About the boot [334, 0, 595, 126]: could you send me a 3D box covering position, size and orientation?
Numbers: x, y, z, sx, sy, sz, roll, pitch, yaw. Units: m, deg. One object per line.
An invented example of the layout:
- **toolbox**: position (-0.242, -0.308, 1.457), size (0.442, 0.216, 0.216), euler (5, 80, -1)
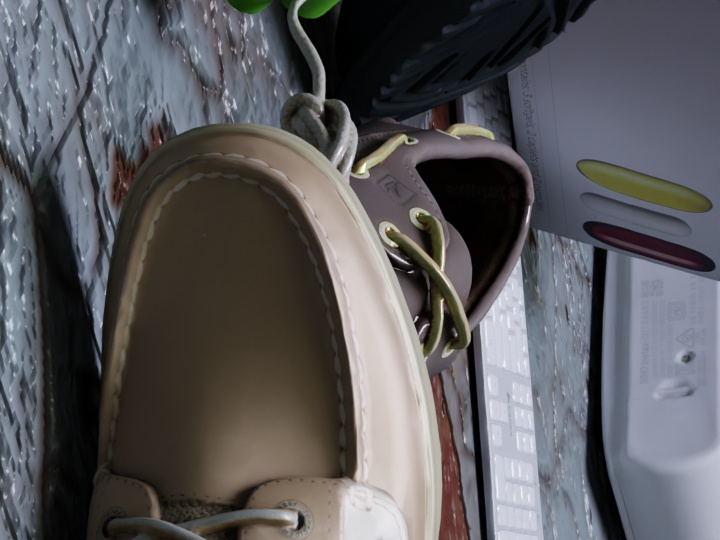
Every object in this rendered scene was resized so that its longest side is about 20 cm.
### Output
- **boot**: position (0.018, -0.154, 0.779), size (0.076, 0.200, 0.169), euler (-21, 73, -35)

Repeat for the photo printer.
- **photo printer**: position (0.158, 0.085, 1.272), size (0.200, 0.069, 0.167), euler (69, 20, -46)

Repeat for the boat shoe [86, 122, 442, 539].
- **boat shoe**: position (-0.022, 0.070, 0.567), size (0.065, 0.071, 0.201), euler (-4, 89, -77)

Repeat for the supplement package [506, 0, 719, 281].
- **supplement package**: position (0.129, -0.111, 1.014), size (0.200, 0.110, 0.156), euler (75, 34, -61)

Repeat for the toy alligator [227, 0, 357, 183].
- **toy alligator**: position (-0.026, -0.105, 0.672), size (0.054, 0.059, 0.201), euler (20, 55, -29)

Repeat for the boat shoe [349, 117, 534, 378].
- **boat shoe**: position (0.000, 0.000, 0.706), size (0.200, 0.059, 0.072), euler (-42, 125, -73)

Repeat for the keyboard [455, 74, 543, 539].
- **keyboard**: position (0.048, 0.003, 0.996), size (0.056, 0.011, 0.201), euler (29, 55, -73)
